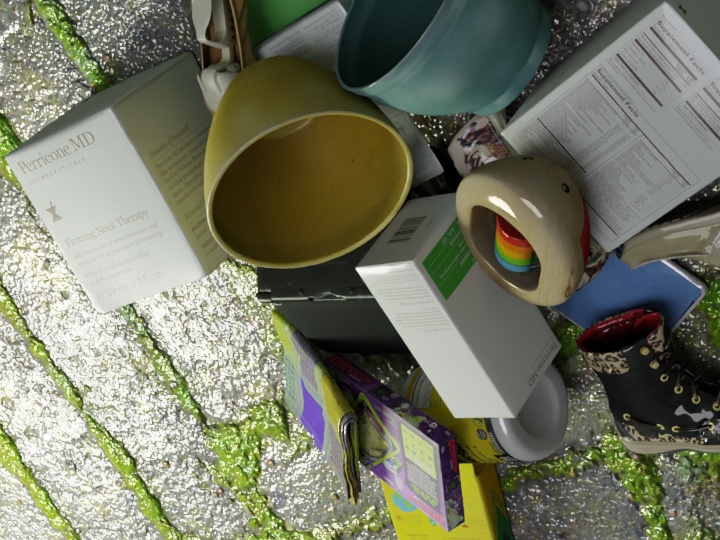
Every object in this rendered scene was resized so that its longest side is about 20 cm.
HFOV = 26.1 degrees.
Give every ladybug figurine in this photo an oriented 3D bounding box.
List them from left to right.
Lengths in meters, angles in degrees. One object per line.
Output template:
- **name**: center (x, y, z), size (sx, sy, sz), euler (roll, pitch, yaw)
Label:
- **ladybug figurine**: center (0.150, -0.039, 1.378), size (0.136, 0.072, 0.200), euler (40, 163, 14)

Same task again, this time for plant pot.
- **plant pot**: center (-0.066, -0.121, 1.487), size (0.199, 0.142, 0.200), euler (-13, 140, -12)
- **plant pot**: center (0.089, -0.222, 1.420), size (0.134, 0.201, 0.200), euler (28, 132, -24)

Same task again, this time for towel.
- **towel**: center (-0.048, 0.148, 1.710), size (0.200, 0.023, 0.144), euler (-126, 22, -43)

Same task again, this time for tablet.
- **tablet**: center (0.237, 0.002, 1.576), size (0.200, 0.014, 0.130), euler (36, 129, 4)

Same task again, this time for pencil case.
- **pencil case**: center (0.164, -0.071, 1.495), size (0.200, 0.078, 0.089), euler (55, 149, 11)

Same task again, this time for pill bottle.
- **pill bottle**: center (0.113, 0.149, 1.654), size (0.200, 0.112, 0.113), euler (-10, 115, 47)

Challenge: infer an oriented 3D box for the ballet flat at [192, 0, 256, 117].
- **ballet flat**: center (-0.141, -0.217, 1.545), size (0.068, 0.063, 0.201), euler (2, 105, 33)

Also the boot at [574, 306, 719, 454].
- **boot**: center (0.322, 0.107, 1.548), size (0.200, 0.073, 0.151), euler (-10, 125, 39)

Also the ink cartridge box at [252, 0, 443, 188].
- **ink cartridge box**: center (-0.021, -0.162, 1.576), size (0.162, 0.057, 0.200), euler (-25, 107, 35)

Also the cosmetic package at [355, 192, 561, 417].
- **cosmetic package**: center (0.096, 0.036, 1.495), size (0.085, 0.108, 0.200), euler (-7, 127, 47)

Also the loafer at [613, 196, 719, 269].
- **loafer**: center (0.333, -0.031, 1.466), size (0.200, 0.076, 0.068), euler (-18, 98, 33)

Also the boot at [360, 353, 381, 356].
- **boot**: center (0.031, 0.029, 1.671), size (0.200, 0.070, 0.132), euler (5, 124, 37)

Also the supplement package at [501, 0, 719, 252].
- **supplement package**: center (0.263, -0.152, 1.382), size (0.151, 0.152, 0.200), euler (47, 128, -6)

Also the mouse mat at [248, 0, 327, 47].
- **mouse mat**: center (-0.071, -0.266, 1.573), size (0.199, 0.008, 0.161), euler (13, 124, 20)

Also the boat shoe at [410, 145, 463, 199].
- **boat shoe**: center (0.124, -0.049, 1.557), size (0.202, 0.075, 0.075), euler (38, 115, 11)

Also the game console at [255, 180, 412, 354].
- **game console**: center (0.000, 0.000, 1.610), size (0.200, 0.116, 0.177), euler (-2, 88, 38)

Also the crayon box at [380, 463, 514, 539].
- **crayon box**: center (0.101, 0.277, 1.788), size (0.127, 0.051, 0.201), euler (-2, 118, 27)

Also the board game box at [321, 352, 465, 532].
- **board game box**: center (0.033, 0.179, 1.646), size (0.200, 0.032, 0.120), euler (33, 136, 44)

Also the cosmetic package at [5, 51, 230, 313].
- **cosmetic package**: center (-0.231, -0.093, 1.657), size (0.167, 0.166, 0.200), euler (-19, 108, 34)
